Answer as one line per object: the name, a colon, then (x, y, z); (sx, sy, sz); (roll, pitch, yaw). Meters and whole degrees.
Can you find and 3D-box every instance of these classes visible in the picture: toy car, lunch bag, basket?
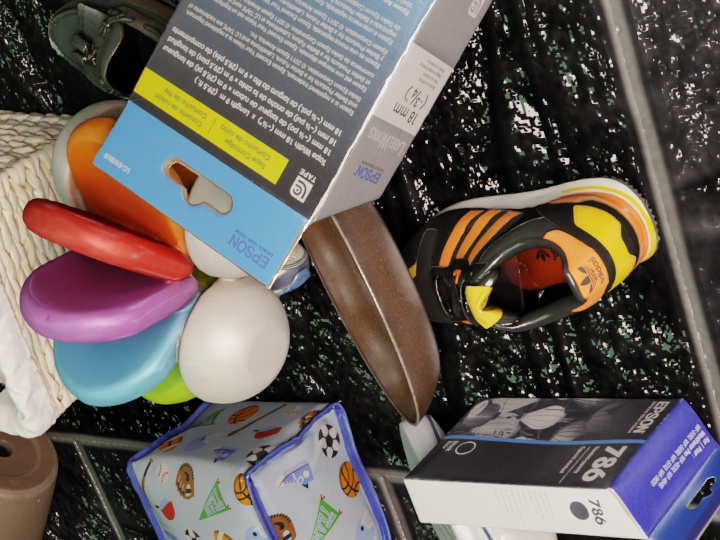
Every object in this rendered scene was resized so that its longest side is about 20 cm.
toy car: (-0.141, -0.004, 0.881); (0.174, 0.149, 0.202); (19, 115, 33)
lunch bag: (-0.066, 0.210, 1.084); (0.169, 0.124, 0.201); (-2, 116, 50)
basket: (-0.287, -0.005, 1.099); (0.197, 0.161, 0.202); (8, 123, 37)

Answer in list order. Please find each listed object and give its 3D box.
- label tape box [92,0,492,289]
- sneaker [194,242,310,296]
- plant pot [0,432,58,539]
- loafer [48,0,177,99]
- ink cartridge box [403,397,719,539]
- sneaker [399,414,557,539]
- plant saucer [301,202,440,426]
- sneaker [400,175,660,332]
label tape box: (-0.038, -0.108, 0.792); (0.144, 0.063, 0.201); (34, 98, 25)
sneaker: (-0.118, -0.049, 0.986); (0.199, 0.077, 0.086); (29, 130, 22)
plant pot: (-0.370, 0.219, 1.334); (0.200, 0.200, 0.175); (41, 121, 10)
loafer: (-0.142, -0.143, 0.945); (0.199, 0.063, 0.072); (17, 129, 32)
ink cartridge box: (0.130, 0.117, 0.868); (0.199, 0.099, 0.039); (-4, 115, 42)
sneaker: (0.096, 0.174, 0.960); (0.201, 0.070, 0.073); (57, 166, 27)
plant saucer: (0.000, 0.000, 0.885); (0.201, 0.032, 0.200); (60, 171, 16)
sneaker: (0.075, 0.002, 0.838); (0.199, 0.090, 0.070); (-16, 108, 47)
